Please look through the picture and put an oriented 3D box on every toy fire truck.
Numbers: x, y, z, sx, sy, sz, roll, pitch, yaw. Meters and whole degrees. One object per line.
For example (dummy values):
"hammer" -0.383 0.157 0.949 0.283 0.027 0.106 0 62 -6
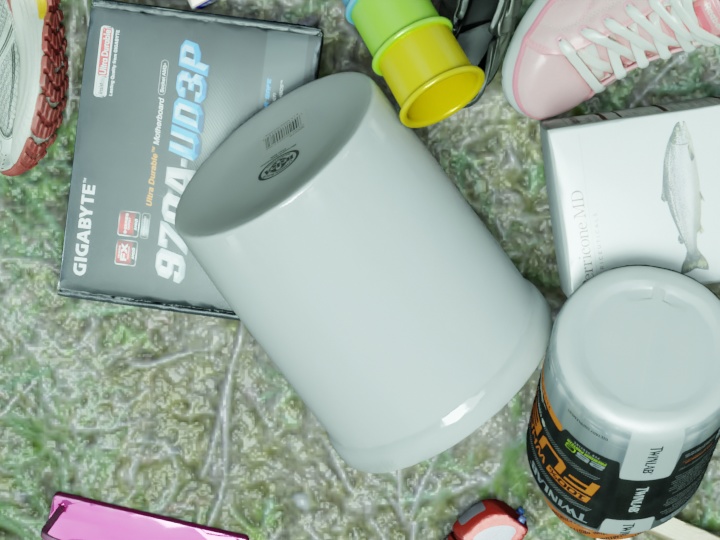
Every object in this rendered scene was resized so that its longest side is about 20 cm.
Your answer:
"toy fire truck" 0.165 0.203 1.708 0.200 0.049 0.141 37 94 -2

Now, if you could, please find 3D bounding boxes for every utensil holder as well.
"utensil holder" 0.000 0.000 1.602 0.170 0.170 0.200 -36 115 4

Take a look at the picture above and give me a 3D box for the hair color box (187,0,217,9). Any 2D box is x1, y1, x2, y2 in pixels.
"hair color box" -0.047 -0.266 1.661 0.199 0.065 0.110 -28 95 5

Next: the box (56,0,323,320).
"box" -0.113 -0.074 1.687 0.158 0.046 0.202 8 96 -1

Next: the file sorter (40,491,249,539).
"file sorter" -0.166 0.271 1.681 0.138 0.125 0.202 13 95 0

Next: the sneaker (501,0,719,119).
"sneaker" 0.184 -0.165 1.640 0.200 0.105 0.075 -43 127 2

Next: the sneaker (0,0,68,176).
"sneaker" -0.240 -0.163 1.673 0.081 0.078 0.202 -4 86 5

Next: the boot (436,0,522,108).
"boot" 0.089 -0.204 1.631 0.067 0.131 0.202 12 95 -1

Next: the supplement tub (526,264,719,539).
"supplement tub" 0.171 0.092 1.613 0.121 0.200 0.123 1 61 -2

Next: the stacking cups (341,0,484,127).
"stacking cups" 0.009 -0.188 1.578 0.060 0.061 0.201 -28 69 3

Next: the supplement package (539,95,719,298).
"supplement package" 0.223 -0.053 1.650 0.198 0.117 0.118 -9 96 2
